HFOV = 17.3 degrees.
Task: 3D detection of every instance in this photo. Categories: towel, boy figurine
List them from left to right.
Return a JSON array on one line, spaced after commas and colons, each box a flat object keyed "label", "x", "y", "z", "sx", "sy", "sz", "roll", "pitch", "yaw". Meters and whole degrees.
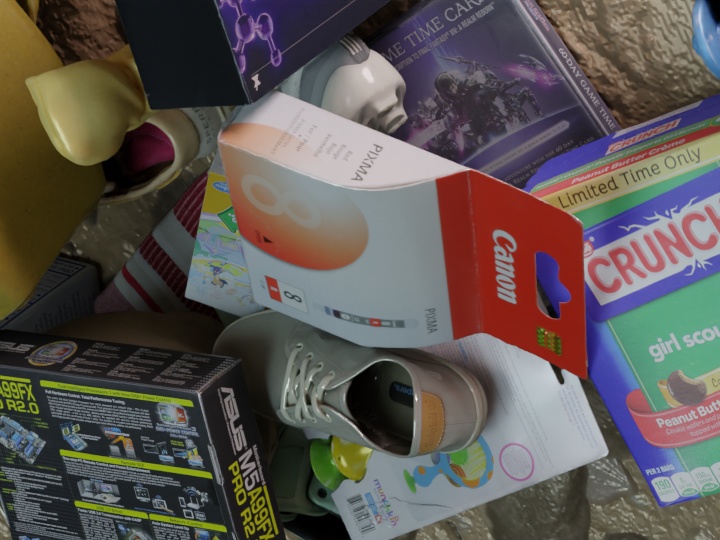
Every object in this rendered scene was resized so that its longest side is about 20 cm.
[{"label": "boy figurine", "x": -0.125, "y": -0.124, "z": 1.392, "sx": 0.124, "sy": 0.200, "sz": 0.065, "roll": -16, "pitch": 108, "yaw": 46}, {"label": "towel", "x": -0.088, "y": 0.024, "z": 1.587, "sx": 0.144, "sy": 0.023, "sz": 0.200, "roll": 48, "pitch": 135, "yaw": 3}]

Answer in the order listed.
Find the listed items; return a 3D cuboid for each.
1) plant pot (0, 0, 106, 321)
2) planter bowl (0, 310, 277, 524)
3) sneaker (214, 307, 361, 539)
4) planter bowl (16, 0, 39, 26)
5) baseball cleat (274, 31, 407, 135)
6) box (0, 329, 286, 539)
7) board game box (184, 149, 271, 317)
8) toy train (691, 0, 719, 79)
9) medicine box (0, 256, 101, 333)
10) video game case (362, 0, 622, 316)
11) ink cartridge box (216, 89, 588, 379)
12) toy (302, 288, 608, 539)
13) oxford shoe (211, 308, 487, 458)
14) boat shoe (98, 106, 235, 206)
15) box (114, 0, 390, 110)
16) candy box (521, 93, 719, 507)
[{"label": "plant pot", "x": -0.278, "y": -0.060, "z": 1.467, "sx": 0.200, "sy": 0.196, "sz": 0.194, "roll": 41, "pitch": 140, "yaw": -14}, {"label": "planter bowl", "x": -0.139, "y": 0.108, "z": 1.568, "sx": 0.199, "sy": 0.135, "sz": 0.201, "roll": 19, "pitch": 126, "yaw": 28}, {"label": "sneaker", "x": -0.041, "y": 0.088, "z": 1.495, "sx": 0.074, "sy": 0.118, "sz": 0.201, "roll": -24, "pitch": 112, "yaw": 41}, {"label": "planter bowl", "x": -0.269, "y": -0.216, "z": 1.516, "sx": 0.199, "sy": 0.084, "sz": 0.201, "roll": 20, "pitch": 137, "yaw": 20}, {"label": "baseball cleat", "x": -0.026, "y": -0.086, "z": 1.429, "sx": 0.107, "sy": 0.070, "sz": 0.200, "roll": 52, "pitch": 148, "yaw": 16}, {"label": "box", "x": -0.144, "y": 0.124, "z": 1.457, "sx": 0.199, "sy": 0.044, "sz": 0.161, "roll": 4, "pitch": 118, "yaw": 36}, {"label": "board game box", "x": 0.000, "y": 0.000, "z": 1.416, "sx": 0.199, "sy": 0.034, "sz": 0.135, "roll": 19, "pitch": 145, "yaw": 2}, {"label": "toy train", "x": 0.215, "y": -0.137, "z": 1.177, "sx": 0.086, "sy": 0.114, "sz": 0.201, "roll": -17, "pitch": 107, "yaw": 34}, {"label": "medicine box", "x": -0.306, "y": 0.064, "z": 1.655, "sx": 0.181, "sy": 0.200, "sz": 0.103, "roll": 14, "pitch": 126, "yaw": 31}, {"label": "video game case", "x": 0.088, "y": -0.072, "z": 1.388, "sx": 0.143, "sy": 0.019, "sz": 0.201, "roll": -29, "pitch": 98, "yaw": 45}, {"label": "ink cartridge box", "x": 0.024, "y": -0.004, "z": 1.284, "sx": 0.199, "sy": 0.050, "sz": 0.163, "roll": 25, "pitch": 152, "yaw": 21}, {"label": "toy", "x": 0.054, "y": 0.082, "z": 1.407, "sx": 0.199, "sy": 0.047, "sz": 0.116, "roll": -26, "pitch": 88, "yaw": 34}, {"label": "oxford shoe", "x": -0.018, "y": 0.066, "z": 1.392, "sx": 0.199, "sy": 0.058, "sz": 0.076, "roll": 14, "pitch": 107, "yaw": 39}, {"label": "boat shoe", "x": -0.167, "y": -0.078, "z": 1.546, "sx": 0.199, "sy": 0.069, "sz": 0.074, "roll": -20, "pitch": 105, "yaw": 44}, {"label": "box", "x": -0.051, "y": -0.192, "z": 1.287, "sx": 0.079, "sy": 0.200, "sz": 0.142, "roll": 3, "pitch": 120, "yaw": 36}, {"label": "candy box", "x": 0.201, "y": 0.013, "z": 1.300, "sx": 0.168, "sy": 0.077, "sz": 0.201, "roll": -20, "pitch": 105, "yaw": 35}]
